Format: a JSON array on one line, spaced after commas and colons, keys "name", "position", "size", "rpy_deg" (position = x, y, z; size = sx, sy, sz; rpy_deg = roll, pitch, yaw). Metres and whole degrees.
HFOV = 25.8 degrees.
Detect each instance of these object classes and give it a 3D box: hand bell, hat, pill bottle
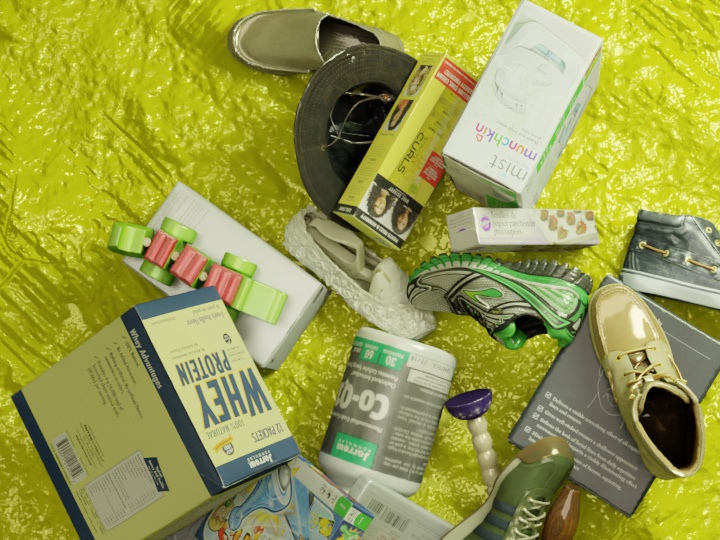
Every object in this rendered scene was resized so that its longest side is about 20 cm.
[{"name": "hand bell", "position": [0.184, 0.310, 1.583], "size": [0.103, 0.104, 0.201], "rpy_deg": [18, 104, 9]}, {"name": "hat", "position": [-0.007, -0.144, 1.690], "size": [0.199, 0.081, 0.202], "rpy_deg": [-7, 102, -32]}, {"name": "pill bottle", "position": [0.022, 0.170, 1.644], "size": [0.112, 0.113, 0.201], "rpy_deg": [16, 85, 9]}]

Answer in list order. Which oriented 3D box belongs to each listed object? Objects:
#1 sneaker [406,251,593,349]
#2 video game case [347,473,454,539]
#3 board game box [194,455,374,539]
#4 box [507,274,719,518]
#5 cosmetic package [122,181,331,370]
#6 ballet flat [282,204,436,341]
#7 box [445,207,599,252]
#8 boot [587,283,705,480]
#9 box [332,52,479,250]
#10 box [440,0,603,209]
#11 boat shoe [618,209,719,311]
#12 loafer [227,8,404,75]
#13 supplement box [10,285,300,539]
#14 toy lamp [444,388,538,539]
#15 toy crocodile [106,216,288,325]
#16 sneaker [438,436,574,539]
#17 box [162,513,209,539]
[{"name": "sneaker", "position": [0.133, 0.032, 1.605], "size": [0.199, 0.078, 0.086], "rpy_deg": [4, 68, 31]}, {"name": "video game case", "position": [0.021, 0.324, 1.607], "size": [0.183, 0.200, 0.023], "rpy_deg": [-57, 36, -2]}, {"name": "board game box", "position": [-0.080, 0.257, 1.577], "size": [0.034, 0.200, 0.136], "rpy_deg": [34, 87, -34]}, {"name": "box", "position": [0.265, 0.130, 1.621], "size": [0.148, 0.107, 0.201], "rpy_deg": [32, 89, 10]}, {"name": "cosmetic package", "position": [-0.143, 0.007, 1.702], "size": [0.200, 0.081, 0.113], "rpy_deg": [38, 90, 9]}, {"name": "ballet flat", "position": [0.000, 0.000, 1.682], "size": [0.199, 0.072, 0.072], "rpy_deg": [35, 89, 10]}, {"name": "box", "position": [0.169, -0.041, 1.616], "size": [0.041, 0.199, 0.039], "rpy_deg": [-18, 78, 43]}, {"name": "boot", "position": [0.271, 0.102, 1.490], "size": [0.072, 0.155, 0.201], "rpy_deg": [-17, 82, 5]}, {"name": "box", "position": [0.054, -0.126, 1.653], "size": [0.075, 0.050, 0.201], "rpy_deg": [35, 80, -29]}, {"name": "box", "position": [0.165, -0.158, 1.619], "size": [0.096, 0.200, 0.177], "rpy_deg": [27, 87, 9]}, {"name": "boat shoe", "position": [0.374, -0.005, 1.638], "size": [0.199, 0.071, 0.092], "rpy_deg": [13, 89, 11]}, {"name": "loafer", "position": [-0.051, -0.253, 1.724], "size": [0.198, 0.068, 0.076], "rpy_deg": [5, 84, 8]}, {"name": "supplement box", "position": [-0.206, 0.156, 1.582], "size": [0.199, 0.134, 0.201], "rpy_deg": [-33, 81, 31]}, {"name": "toy lamp", "position": [0.141, 0.225, 1.635], "size": [0.058, 0.058, 0.201], "rpy_deg": [-17, 99, 5]}, {"name": "toy crocodile", "position": [-0.169, -0.001, 1.634], "size": [0.199, 0.062, 0.068], "rpy_deg": [28, 90, 9]}, {"name": "sneaker", "position": [0.153, 0.260, 1.550], "size": [0.200, 0.067, 0.090], "rpy_deg": [-51, 41, 28]}, {"name": "box", "position": [-0.189, 0.227, 1.700], "size": [0.159, 0.044, 0.202], "rpy_deg": [11, 85, 8]}]
